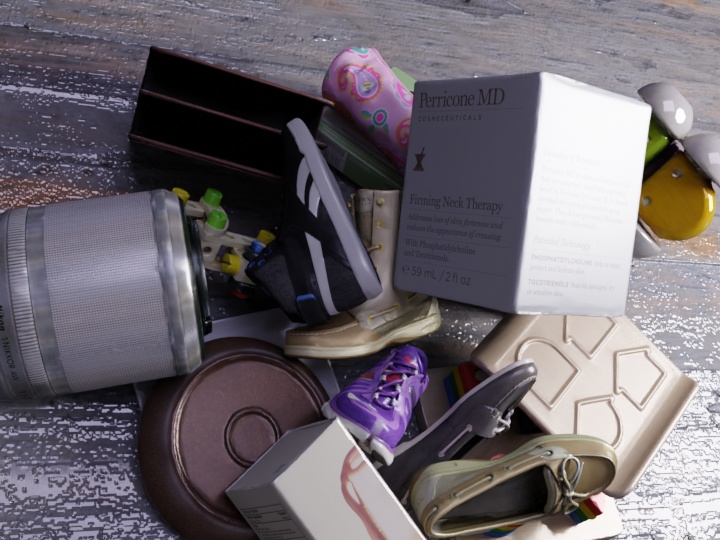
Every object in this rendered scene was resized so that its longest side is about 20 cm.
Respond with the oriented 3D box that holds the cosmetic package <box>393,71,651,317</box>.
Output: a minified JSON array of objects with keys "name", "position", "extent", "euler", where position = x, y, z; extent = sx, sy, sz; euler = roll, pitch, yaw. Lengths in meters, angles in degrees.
[{"name":"cosmetic package","position":[0.150,-0.069,0.882],"extent":[0.164,0.166,0.204],"euler":[3,94,-39]}]

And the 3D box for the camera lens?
[{"name":"camera lens","position":[-0.232,0.020,0.799],"extent":[0.196,0.161,0.162],"euler":[-8,64,-11]}]

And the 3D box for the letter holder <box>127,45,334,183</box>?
[{"name":"letter holder","position":[-0.130,-0.154,0.956],"extent":[0.197,0.142,0.102],"euler":[15,96,-15]}]

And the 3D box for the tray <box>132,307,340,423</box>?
[{"name":"tray","position":[-0.124,0.100,0.904],"extent":[0.197,0.022,0.109],"euler":[-11,66,-28]}]

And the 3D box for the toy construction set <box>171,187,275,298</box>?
[{"name":"toy construction set","position":[-0.109,-0.027,0.947],"extent":[0.197,0.093,0.131],"euler":[-2,30,-33]}]

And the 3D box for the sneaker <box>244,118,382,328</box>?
[{"name":"sneaker","position":[-0.066,-0.043,0.861],"extent":[0.111,0.073,0.202],"euler":[-26,62,4]}]

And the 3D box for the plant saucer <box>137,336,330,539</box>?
[{"name":"plant saucer","position":[-0.103,0.156,0.852],"extent":[0.197,0.034,0.204],"euler":[8,70,-23]}]

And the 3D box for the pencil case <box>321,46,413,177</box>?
[{"name":"pencil case","position":[0.045,-0.159,1.015],"extent":[0.087,0.088,0.200],"euler":[-30,65,-34]}]

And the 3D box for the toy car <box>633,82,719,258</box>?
[{"name":"toy car","position":[0.370,-0.127,1.188],"extent":[0.201,0.175,0.150],"euler":[52,21,12]}]

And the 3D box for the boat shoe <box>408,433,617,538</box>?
[{"name":"boat shoe","position":[0.145,0.199,0.837],"extent":[0.197,0.074,0.063],"euler":[-5,20,-11]}]

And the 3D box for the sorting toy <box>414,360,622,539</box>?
[{"name":"sorting toy","position":[0.171,0.181,0.957],"extent":[0.197,0.070,0.202],"euler":[-2,63,-25]}]

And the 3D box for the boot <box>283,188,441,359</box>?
[{"name":"boot","position":[0.000,0.000,0.916],"extent":[0.198,0.072,0.158],"euler":[-12,101,-40]}]

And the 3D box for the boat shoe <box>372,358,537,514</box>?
[{"name":"boat shoe","position":[0.096,0.160,0.877],"extent":[0.057,0.199,0.067],"euler":[58,19,23]}]

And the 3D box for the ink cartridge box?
[{"name":"ink cartridge box","position":[0.047,-0.175,1.111],"extent":[0.145,0.048,0.200],"euler":[35,56,11]}]

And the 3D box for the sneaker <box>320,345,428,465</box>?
[{"name":"sneaker","position":[0.022,0.111,0.868],"extent":[0.080,0.084,0.200],"euler":[35,14,2]}]

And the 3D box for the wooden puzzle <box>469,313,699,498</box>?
[{"name":"wooden puzzle","position":[0.228,0.109,0.956],"extent":[0.200,0.046,0.185],"euler":[43,54,10]}]

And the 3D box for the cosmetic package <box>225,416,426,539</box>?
[{"name":"cosmetic package","position":[-0.011,0.236,0.796],"extent":[0.087,0.103,0.201],"euler":[-40,99,-34]}]
